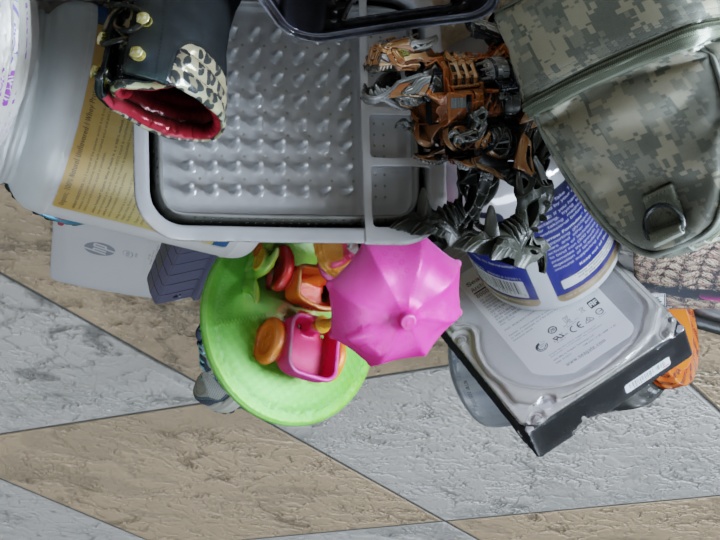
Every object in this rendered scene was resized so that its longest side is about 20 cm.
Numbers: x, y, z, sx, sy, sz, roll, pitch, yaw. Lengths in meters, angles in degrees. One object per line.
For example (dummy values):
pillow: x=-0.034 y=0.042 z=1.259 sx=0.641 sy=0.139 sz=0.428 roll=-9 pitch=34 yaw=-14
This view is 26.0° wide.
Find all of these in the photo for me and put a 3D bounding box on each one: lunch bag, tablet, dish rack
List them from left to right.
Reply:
tablet: x=-0.211 y=-0.021 z=1.393 sx=0.129 sy=0.014 sz=0.200 roll=10 pitch=154 yaw=-9
dish rack: x=-0.047 y=-0.100 z=0.990 sx=0.199 sy=0.173 sz=0.044 roll=0 pitch=173 yaw=-15
lunch bag: x=0.193 y=-0.098 z=0.886 sx=0.139 sy=0.169 sz=0.199 roll=-19 pitch=177 yaw=38

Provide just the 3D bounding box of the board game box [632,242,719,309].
board game box: x=0.275 y=-0.055 z=1.122 sx=0.158 sy=0.097 sz=0.200 roll=0 pitch=155 yaw=12

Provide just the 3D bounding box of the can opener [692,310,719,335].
can opener: x=0.392 y=0.039 z=1.372 sx=0.199 sy=0.067 sz=0.053 roll=16 pitch=157 yaw=10

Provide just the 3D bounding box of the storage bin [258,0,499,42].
storage bin: x=-0.010 y=-0.220 z=0.830 sx=0.134 sy=0.094 sz=0.200 roll=-4 pitch=153 yaw=21

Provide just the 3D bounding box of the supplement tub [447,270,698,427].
supplement tub: x=0.187 y=0.068 z=1.375 sx=0.199 sy=0.123 sz=0.122 roll=-13 pitch=150 yaw=32

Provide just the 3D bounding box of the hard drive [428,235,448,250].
hard drive: x=0.015 y=0.003 z=1.306 sx=0.139 sy=0.033 sz=0.200 roll=-9 pitch=160 yaw=-31

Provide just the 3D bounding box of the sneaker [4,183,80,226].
sneaker: x=-0.174 y=-0.085 z=1.190 sx=0.199 sy=0.080 sz=0.096 roll=5 pitch=152 yaw=-23

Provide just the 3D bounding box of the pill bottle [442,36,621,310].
pill bottle: x=0.111 y=-0.068 z=1.096 sx=0.115 sy=0.116 sz=0.200 roll=-4 pitch=147 yaw=20

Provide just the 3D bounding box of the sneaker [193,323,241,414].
sneaker: x=-0.126 y=0.071 z=1.526 sx=0.086 sy=0.078 sz=0.200 roll=27 pitch=142 yaw=-17

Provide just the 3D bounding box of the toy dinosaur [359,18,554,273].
toy dinosaur: x=0.087 y=-0.074 z=0.932 sx=0.199 sy=0.137 sz=0.102 roll=16 pitch=-179 yaw=-10

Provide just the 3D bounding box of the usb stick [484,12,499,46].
usb stick: x=0.164 y=-0.105 z=0.993 sx=0.200 sy=0.056 sz=0.033 roll=39 pitch=150 yaw=-4

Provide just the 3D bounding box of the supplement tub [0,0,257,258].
supplement tub: x=-0.155 y=-0.098 z=1.057 sx=0.199 sy=0.146 sz=0.145 roll=14 pitch=154 yaw=-18

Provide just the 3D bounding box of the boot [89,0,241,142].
boot: x=-0.131 y=-0.178 z=0.868 sx=0.073 sy=0.155 sz=0.203 roll=-12 pitch=151 yaw=33

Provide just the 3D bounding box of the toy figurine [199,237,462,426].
toy figurine: x=0.000 y=0.000 z=1.082 sx=0.149 sy=0.201 sz=0.184 roll=19 pitch=160 yaw=-30

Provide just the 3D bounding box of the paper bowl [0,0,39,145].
paper bowl: x=-0.271 y=-0.145 z=0.930 sx=0.200 sy=0.202 sz=0.104 roll=-14 pitch=176 yaw=36

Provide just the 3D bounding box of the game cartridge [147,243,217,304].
game cartridge: x=-0.063 y=-0.025 z=1.241 sx=0.199 sy=0.039 sz=0.130 roll=-13 pitch=166 yaw=-22

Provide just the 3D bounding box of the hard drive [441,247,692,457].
hard drive: x=0.136 y=0.032 z=1.172 sx=0.139 sy=0.200 sz=0.038 roll=-32 pitch=133 yaw=-5
